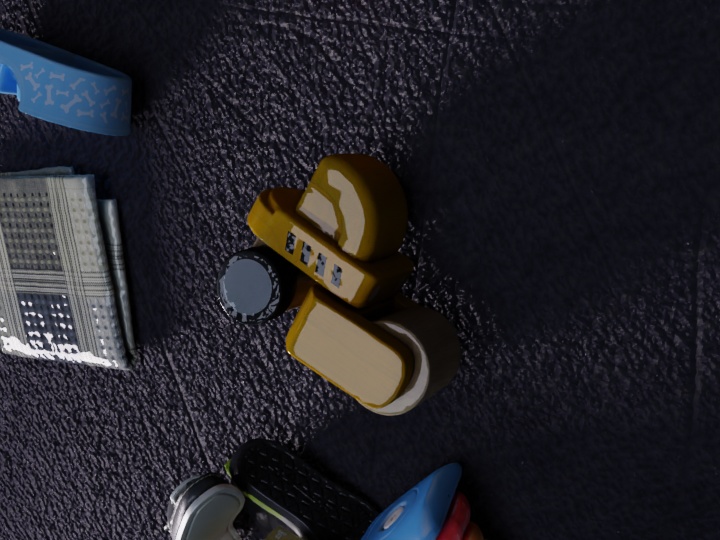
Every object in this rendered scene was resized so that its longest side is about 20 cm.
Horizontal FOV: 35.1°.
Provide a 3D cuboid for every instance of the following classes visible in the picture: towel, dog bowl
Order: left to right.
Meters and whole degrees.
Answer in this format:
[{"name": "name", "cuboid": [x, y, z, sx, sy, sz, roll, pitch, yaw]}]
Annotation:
[{"name": "dog bowl", "cuboid": [-0.289, -0.174, 1.018, 0.198, 0.111, 0.050, 22, 103, 23]}, {"name": "towel", "cuboid": [-0.308, -0.004, 1.134, 0.191, 0.034, 0.202, 3, 109, 33]}]

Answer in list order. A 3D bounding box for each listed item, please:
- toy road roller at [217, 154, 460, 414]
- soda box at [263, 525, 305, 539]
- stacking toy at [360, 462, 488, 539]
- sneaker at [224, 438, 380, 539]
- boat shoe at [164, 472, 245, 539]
[{"name": "toy road roller", "cuboid": [0.000, 0.000, 0.885, 0.199, 0.123, 0.147, 35, 109, 15]}, {"name": "soda box", "cuboid": [-0.042, 0.326, 1.009, 0.067, 0.064, 0.202, 16, 135, 42]}, {"name": "stacking toy", "cuboid": [0.096, 0.272, 0.946, 0.200, 0.116, 0.110, 44, 118, -5]}, {"name": "sneaker", "cuboid": [-0.043, 0.231, 1.037, 0.200, 0.072, 0.083, 42, 146, 14]}, {"name": "boat shoe", "cuboid": [-0.149, 0.222, 1.041, 0.060, 0.075, 0.201, 51, 155, 20]}]
